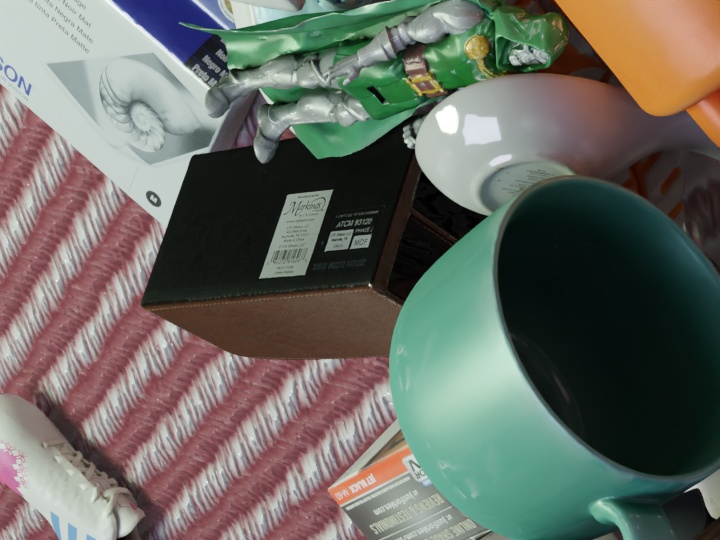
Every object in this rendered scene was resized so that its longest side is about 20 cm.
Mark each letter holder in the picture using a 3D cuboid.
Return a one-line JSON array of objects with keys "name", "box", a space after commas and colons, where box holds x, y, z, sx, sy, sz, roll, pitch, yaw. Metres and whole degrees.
[{"name": "letter holder", "box": [0.000, 0.000, 1.117, 0.142, 0.101, 0.199, 32, 156, -36]}]

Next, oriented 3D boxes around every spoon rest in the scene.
[{"name": "spoon rest", "box": [0.123, -0.054, 0.956, 0.199, 0.061, 0.100, 11, 145, -14]}]

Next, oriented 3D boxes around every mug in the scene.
[{"name": "mug", "box": [0.084, 0.060, 0.907, 0.152, 0.185, 0.114, 38, 137, -12]}]

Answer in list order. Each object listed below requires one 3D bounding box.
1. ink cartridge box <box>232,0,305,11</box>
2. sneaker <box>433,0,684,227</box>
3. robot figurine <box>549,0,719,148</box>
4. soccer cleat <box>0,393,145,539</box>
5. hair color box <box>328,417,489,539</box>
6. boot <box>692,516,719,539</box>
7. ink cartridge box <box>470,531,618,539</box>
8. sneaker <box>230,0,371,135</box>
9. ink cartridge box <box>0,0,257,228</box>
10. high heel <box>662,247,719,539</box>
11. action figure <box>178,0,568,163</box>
[{"name": "ink cartridge box", "box": [-0.076, -0.230, 0.921, 0.085, 0.148, 0.200, 18, 172, 31]}, {"name": "sneaker", "box": [0.093, -0.078, 1.035, 0.200, 0.078, 0.077, 52, 156, -2]}, {"name": "robot figurine", "box": [0.138, -0.152, 0.886, 0.200, 0.116, 0.144, 50, -174, -5]}, {"name": "soccer cleat", "box": [-0.218, 0.173, 1.551, 0.086, 0.070, 0.201, -17, 114, 32]}, {"name": "hair color box", "box": [0.084, 0.065, 1.057, 0.064, 0.200, 0.111, 49, 141, -5]}, {"name": "boot", "box": [0.239, 0.160, 0.933, 0.187, 0.200, 0.064, 49, 143, -4]}, {"name": "ink cartridge box", "box": [0.105, 0.196, 1.168, 0.200, 0.084, 0.147, -117, 15, -53]}, {"name": "sneaker", "box": [-0.022, -0.150, 1.069, 0.082, 0.074, 0.201, 2, 126, 45]}, {"name": "ink cartridge box", "box": [-0.153, -0.147, 1.218, 0.199, 0.041, 0.200, 40, 141, 7]}, {"name": "high heel", "box": [0.190, 0.096, 1.027, 0.071, 0.201, 0.143, -16, 136, 27]}, {"name": "action figure", "box": [0.016, -0.097, 0.962, 0.199, 0.055, 0.118, -11, 144, 39]}]
